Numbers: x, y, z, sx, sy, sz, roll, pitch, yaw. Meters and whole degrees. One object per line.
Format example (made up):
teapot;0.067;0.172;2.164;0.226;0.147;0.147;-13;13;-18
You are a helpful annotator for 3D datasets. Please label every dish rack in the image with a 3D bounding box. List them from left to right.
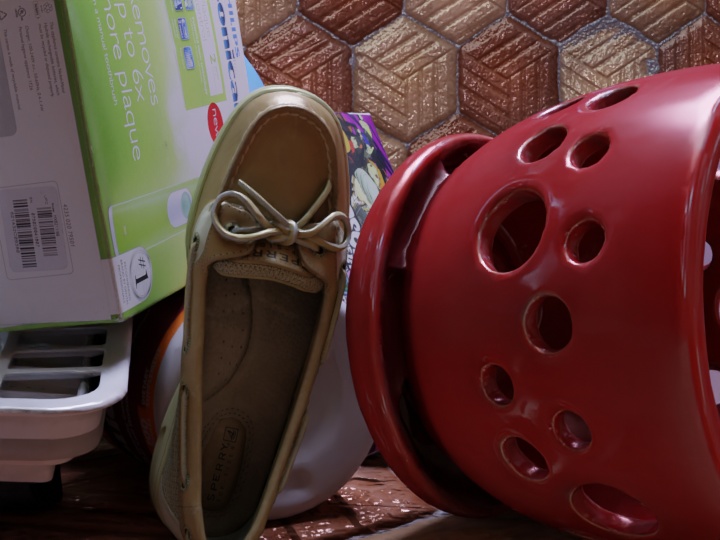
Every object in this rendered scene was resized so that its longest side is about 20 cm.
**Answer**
dish rack;-0.200;0.047;0.599;0.200;0.044;0.172;4;13;-9

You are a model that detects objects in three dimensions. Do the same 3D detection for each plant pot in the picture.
plant pot;0.105;0.018;0.603;0.182;0.201;0.200;-2;4;37

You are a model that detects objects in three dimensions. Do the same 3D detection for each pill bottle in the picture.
pill bottle;-0.082;0.052;0.724;0.114;0.114;0.200;-4;6;-27

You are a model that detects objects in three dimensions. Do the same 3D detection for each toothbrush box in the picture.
toothbrush box;-0.121;-0.064;0.662;0.086;0.146;0.200;-6;9;15

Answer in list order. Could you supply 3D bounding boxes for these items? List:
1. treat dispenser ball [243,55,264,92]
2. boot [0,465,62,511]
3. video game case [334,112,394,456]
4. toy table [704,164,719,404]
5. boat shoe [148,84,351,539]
treat dispenser ball;-0.150;-0.071;0.879;0.200;0.201;0.201;-1;5;0
boot;-0.242;0.095;0.620;0.200;0.066;0.165;3;7;-3
video game case;0.000;0.000;0.842;0.036;0.200;0.181;-24;-4;21
toy table;0.175;0.016;0.822;0.200;0.184;0.117;-29;-1;1
boat shoe;-0.043;0.022;0.587;0.073;0.201;0.063;15;1;-18
